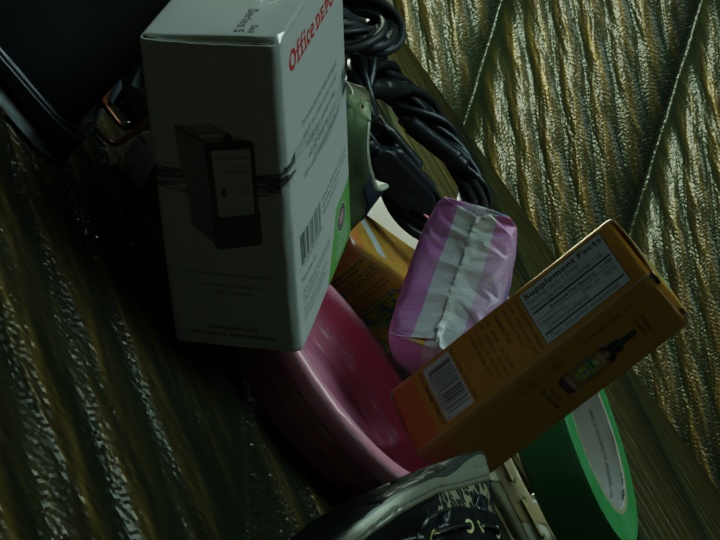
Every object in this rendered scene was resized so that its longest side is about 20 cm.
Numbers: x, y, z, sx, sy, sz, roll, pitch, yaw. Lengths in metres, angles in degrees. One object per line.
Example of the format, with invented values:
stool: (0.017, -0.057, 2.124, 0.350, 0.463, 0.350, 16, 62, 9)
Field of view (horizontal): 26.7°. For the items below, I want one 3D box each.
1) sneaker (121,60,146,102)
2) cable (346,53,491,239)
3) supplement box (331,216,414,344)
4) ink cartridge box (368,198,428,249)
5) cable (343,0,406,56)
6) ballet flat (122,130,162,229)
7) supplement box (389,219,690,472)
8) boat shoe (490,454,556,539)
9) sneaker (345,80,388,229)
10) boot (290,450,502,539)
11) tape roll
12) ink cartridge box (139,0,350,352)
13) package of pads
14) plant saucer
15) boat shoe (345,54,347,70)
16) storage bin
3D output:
sneaker: (-0.103, -0.134, 1.135, 0.198, 0.075, 0.089, 28, -5, 14)
cable: (0.044, -0.102, 1.301, 0.200, 0.051, 0.164, 40, 29, -34)
supplement box: (0.000, 0.000, 1.264, 0.069, 0.066, 0.200, 59, 14, 26)
ink cartridge box: (0.082, 0.031, 1.482, 0.200, 0.084, 0.145, 46, 15, -33)
cable: (-0.054, -0.238, 1.231, 0.199, 0.051, 0.164, 31, 29, -19)
ballet flat: (-0.122, -0.067, 1.047, 0.072, 0.068, 0.200, 33, 11, 4)
supplement box: (0.120, 0.059, 1.026, 0.066, 0.199, 0.069, 42, 16, -42)
boat shoe: (0.145, 0.205, 1.282, 0.201, 0.065, 0.072, 52, 12, -7)
sneaker: (-0.037, -0.113, 1.037, 0.067, 0.089, 0.202, 25, -39, 51)
boot: (0.043, 0.198, 0.884, 0.203, 0.073, 0.155, -13, 80, -59)
tape roll: (0.175, 0.138, 1.266, 0.202, 0.048, 0.201, -90, 154, -49)
ink cartridge box: (-0.062, -0.076, 0.911, 0.146, 0.083, 0.202, -67, 159, -56)
package of pads: (0.069, 0.039, 1.167, 0.075, 0.122, 0.200, 20, -18, 8)
plant saucer: (-0.023, 0.077, 1.033, 0.201, 0.051, 0.201, 50, 13, -16)
boat shoe: (-0.057, -0.160, 1.212, 0.066, 0.074, 0.201, 52, 28, -42)
storage bin: (-0.164, -0.169, 0.978, 0.146, 0.134, 0.200, 50, 13, -14)
